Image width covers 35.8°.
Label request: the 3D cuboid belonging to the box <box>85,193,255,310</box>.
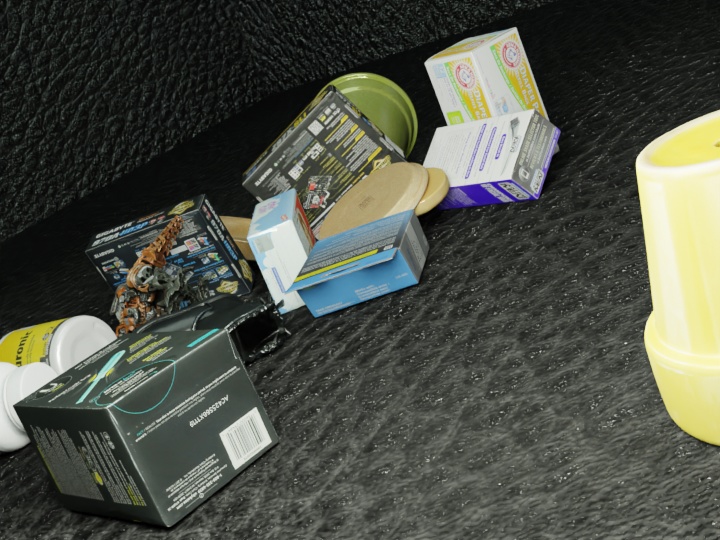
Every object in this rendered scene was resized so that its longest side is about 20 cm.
[{"bbox_3d":[-0.279,-0.010,1.645,0.199,0.159,0.046,-19,32,18],"label":"box"}]

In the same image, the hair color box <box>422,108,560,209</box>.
[{"bbox_3d":[0.174,-0.151,1.557,0.199,0.065,0.110,-3,61,54],"label":"hair color box"}]

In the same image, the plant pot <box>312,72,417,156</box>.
[{"bbox_3d":[0.001,-0.211,1.907,0.199,0.201,0.185,-20,26,12],"label":"plant pot"}]

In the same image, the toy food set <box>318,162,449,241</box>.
[{"bbox_3d":[0.022,-0.080,1.569,0.200,0.049,0.198,-49,25,-15],"label":"toy food set"}]

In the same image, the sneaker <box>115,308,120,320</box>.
[{"bbox_3d":[-0.298,0.011,1.783,0.199,0.073,0.114,-23,12,0],"label":"sneaker"}]

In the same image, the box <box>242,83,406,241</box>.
[{"bbox_3d":[-0.056,-0.152,1.672,0.200,0.160,0.049,-45,21,14],"label":"box"}]

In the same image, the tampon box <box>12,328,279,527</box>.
[{"bbox_3d":[-0.209,0.147,1.080,0.150,0.127,0.199,-34,18,-37],"label":"tampon box"}]

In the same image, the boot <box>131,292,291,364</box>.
[{"bbox_3d":[-0.192,0.089,1.367,0.197,0.074,0.162,-29,19,-22],"label":"boot"}]

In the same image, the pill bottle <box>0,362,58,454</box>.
[{"bbox_3d":[-0.471,0.178,1.391,0.199,0.112,0.111,-17,16,22],"label":"pill bottle"}]

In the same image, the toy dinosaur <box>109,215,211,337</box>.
[{"bbox_3d":[-0.286,0.026,1.543,0.135,0.202,0.102,13,13,29],"label":"toy dinosaur"}]

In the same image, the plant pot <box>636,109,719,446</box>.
[{"bbox_3d":[0.281,-0.010,0.768,0.199,0.190,0.201,-21,15,6],"label":"plant pot"}]

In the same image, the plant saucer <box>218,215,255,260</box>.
[{"bbox_3d":[-0.179,-0.048,1.740,0.199,0.036,0.200,8,12,-2],"label":"plant saucer"}]

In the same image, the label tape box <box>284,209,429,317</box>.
[{"bbox_3d":[0.000,0.000,1.386,0.143,0.064,0.200,-19,16,16],"label":"label tape box"}]

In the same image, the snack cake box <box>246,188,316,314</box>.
[{"bbox_3d":[-0.101,-0.030,1.540,0.067,0.116,0.200,-22,15,4],"label":"snack cake box"}]

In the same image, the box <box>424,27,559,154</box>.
[{"bbox_3d":[0.196,-0.244,1.658,0.101,0.201,0.112,-32,18,-31],"label":"box"}]

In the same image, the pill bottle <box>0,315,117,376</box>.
[{"bbox_3d":[-0.422,0.128,1.491,0.199,0.112,0.111,-13,18,37],"label":"pill bottle"}]
